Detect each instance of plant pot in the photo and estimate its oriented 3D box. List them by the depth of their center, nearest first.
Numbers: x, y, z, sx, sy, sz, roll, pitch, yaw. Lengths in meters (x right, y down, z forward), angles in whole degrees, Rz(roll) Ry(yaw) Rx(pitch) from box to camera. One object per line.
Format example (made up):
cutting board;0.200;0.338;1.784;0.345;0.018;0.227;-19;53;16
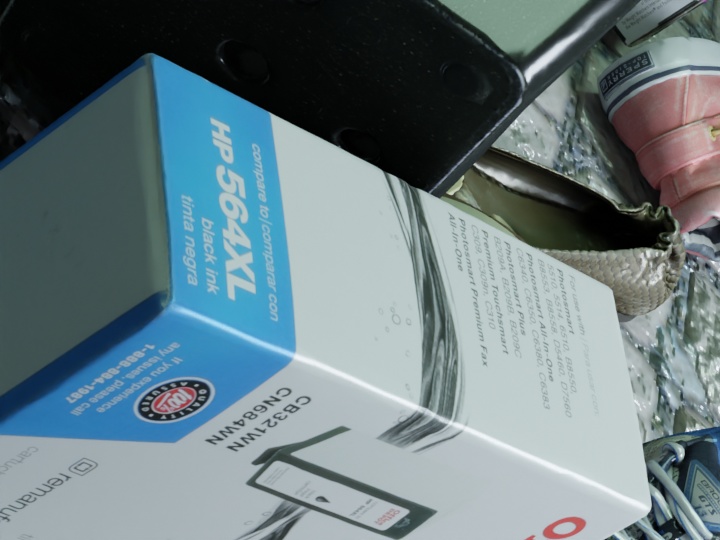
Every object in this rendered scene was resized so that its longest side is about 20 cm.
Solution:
plant pot;0.002;-0.122;0.784;0.199;0.200;0.178;36;52;-8

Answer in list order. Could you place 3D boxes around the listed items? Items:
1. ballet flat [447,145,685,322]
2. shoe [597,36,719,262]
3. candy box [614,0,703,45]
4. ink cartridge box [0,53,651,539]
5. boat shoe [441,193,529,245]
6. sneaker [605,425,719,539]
ballet flat;0.068;-0.025;1.016;0.199;0.046;0.068;21;47;-44
shoe;0.194;-0.053;1.194;0.199;0.071;0.092;0;64;-47
candy box;0.111;-0.223;1.212;0.201;0.061;0.136;54;35;-8
ink cartridge box;-0.033;0.039;0.733;0.199;0.146;0.085;25;44;-40
boat shoe;-0.004;0.004;0.877;0.202;0.075;0.075;36;36;-11
sneaker;0.098;0.096;0.921;0.077;0.085;0.200;59;33;2
